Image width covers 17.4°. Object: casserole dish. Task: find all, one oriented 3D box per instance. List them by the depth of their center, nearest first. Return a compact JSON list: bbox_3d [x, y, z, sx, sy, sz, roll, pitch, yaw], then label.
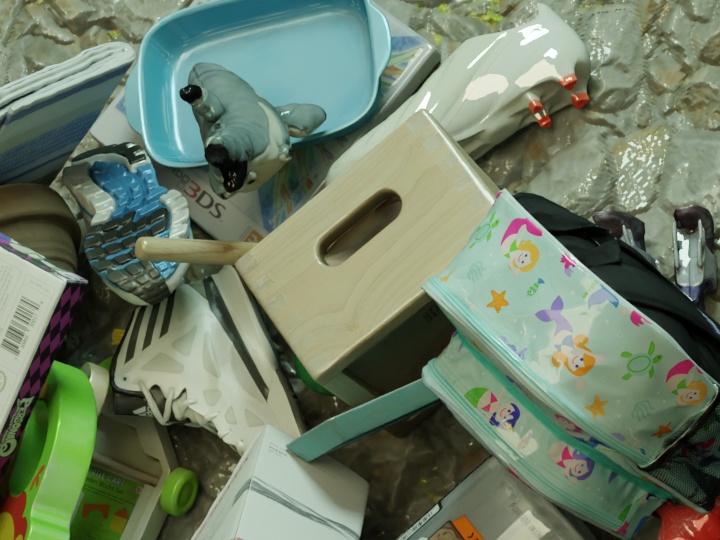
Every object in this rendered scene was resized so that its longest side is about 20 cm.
[{"bbox_3d":[-0.067,-0.133,1.632,0.199,0.039,0.122,-12,69,17],"label":"casserole dish"}]

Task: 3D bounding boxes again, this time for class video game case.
[{"bbox_3d":[-0.286,0.056,1.475,0.181,0.036,0.200,27,99,20],"label":"video game case"},{"bbox_3d":[-0.070,-0.124,1.664,0.182,0.022,0.200,39,89,27],"label":"video game case"}]

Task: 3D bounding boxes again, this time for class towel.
[{"bbox_3d":[-0.240,-0.071,1.581,0.024,0.147,0.200,48,130,10],"label":"towel"}]

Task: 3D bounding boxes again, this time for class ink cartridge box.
[{"bbox_3d":[-0.068,0.204,1.412,0.083,0.200,0.147,30,112,-6],"label":"ink cartridge box"}]

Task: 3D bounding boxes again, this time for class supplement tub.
[{"bbox_3d":[0.056,0.216,1.445,0.200,0.122,0.123,-43,63,4],"label":"supplement tub"}]

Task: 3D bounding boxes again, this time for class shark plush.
[{"bbox_3d":[-0.094,-0.085,1.516,0.091,0.200,0.083,-36,99,20],"label":"shark plush"}]

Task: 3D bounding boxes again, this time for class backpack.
[{"bbox_3d":[0.126,0.049,1.347,0.151,0.200,0.178,-46,53,2],"label":"backpack"}]

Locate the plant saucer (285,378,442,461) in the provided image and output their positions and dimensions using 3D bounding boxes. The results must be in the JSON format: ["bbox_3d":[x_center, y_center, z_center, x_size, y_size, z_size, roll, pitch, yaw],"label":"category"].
[{"bbox_3d":[0.050,0.073,1.470,0.200,0.070,0.019,-23,84,-30],"label":"plant saucer"}]

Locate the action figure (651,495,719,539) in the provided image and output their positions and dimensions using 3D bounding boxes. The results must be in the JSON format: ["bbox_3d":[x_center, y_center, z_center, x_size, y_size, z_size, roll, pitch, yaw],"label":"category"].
[{"bbox_3d":[0.238,0.199,1.420,0.065,0.099,0.200,-45,85,-1],"label":"action figure"}]

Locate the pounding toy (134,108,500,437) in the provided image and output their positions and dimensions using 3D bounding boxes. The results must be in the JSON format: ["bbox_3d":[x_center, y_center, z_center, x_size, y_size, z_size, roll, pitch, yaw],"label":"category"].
[{"bbox_3d":[0.000,0.000,1.504,0.200,0.184,0.142,-39,63,6],"label":"pounding toy"}]

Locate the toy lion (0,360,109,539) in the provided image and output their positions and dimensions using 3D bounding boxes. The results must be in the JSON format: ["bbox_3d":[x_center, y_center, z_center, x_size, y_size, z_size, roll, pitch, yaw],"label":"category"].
[{"bbox_3d":[-0.218,0.168,1.485,0.200,0.069,0.192,-63,22,14],"label":"toy lion"}]

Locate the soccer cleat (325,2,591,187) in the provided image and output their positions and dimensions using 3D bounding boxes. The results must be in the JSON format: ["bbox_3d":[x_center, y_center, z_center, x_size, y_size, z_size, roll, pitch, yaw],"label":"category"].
[{"bbox_3d":[0.061,-0.107,1.586,0.200,0.069,0.078,-29,59,2],"label":"soccer cleat"}]

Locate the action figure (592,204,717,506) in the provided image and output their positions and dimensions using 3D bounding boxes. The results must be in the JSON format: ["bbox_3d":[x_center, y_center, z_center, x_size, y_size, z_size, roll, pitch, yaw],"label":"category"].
[{"bbox_3d":[0.192,0.062,1.475,0.130,0.069,0.201,-8,73,11],"label":"action figure"}]

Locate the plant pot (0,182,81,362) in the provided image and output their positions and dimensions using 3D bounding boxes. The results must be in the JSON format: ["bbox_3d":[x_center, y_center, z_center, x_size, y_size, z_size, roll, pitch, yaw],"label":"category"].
[{"bbox_3d":[-0.264,0.038,1.590,0.201,0.201,0.093,-36,71,7],"label":"plant pot"}]

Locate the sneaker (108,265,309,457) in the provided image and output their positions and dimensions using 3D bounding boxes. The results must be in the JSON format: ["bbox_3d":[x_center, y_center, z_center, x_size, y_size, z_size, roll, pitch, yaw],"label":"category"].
[{"bbox_3d":[-0.099,0.099,1.555,0.115,0.076,0.201,-21,60,-6],"label":"sneaker"}]

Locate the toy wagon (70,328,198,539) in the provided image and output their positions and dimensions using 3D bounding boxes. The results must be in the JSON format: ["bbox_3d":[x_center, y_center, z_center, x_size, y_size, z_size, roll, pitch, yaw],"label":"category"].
[{"bbox_3d":[-0.184,0.139,1.612,0.155,0.040,0.200,19,80,25],"label":"toy wagon"}]

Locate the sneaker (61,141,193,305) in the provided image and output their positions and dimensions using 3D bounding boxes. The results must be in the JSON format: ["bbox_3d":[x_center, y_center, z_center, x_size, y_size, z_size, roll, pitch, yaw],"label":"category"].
[{"bbox_3d":[-0.146,-0.014,1.590,0.075,0.087,0.200,-20,28,-4],"label":"sneaker"}]
